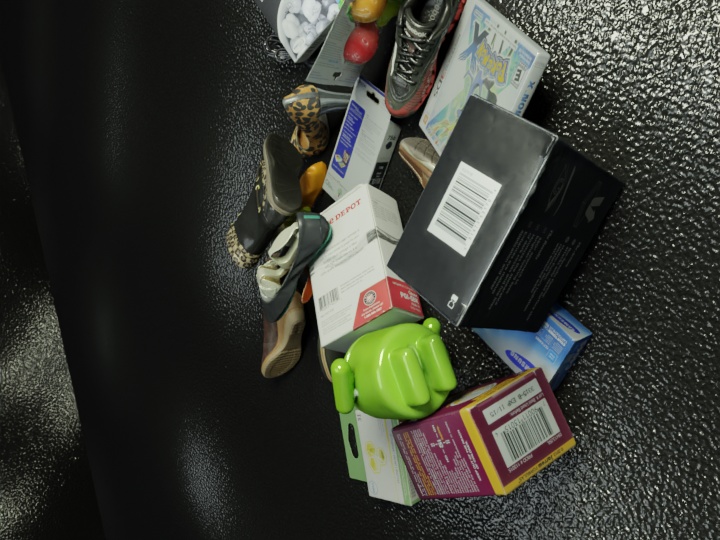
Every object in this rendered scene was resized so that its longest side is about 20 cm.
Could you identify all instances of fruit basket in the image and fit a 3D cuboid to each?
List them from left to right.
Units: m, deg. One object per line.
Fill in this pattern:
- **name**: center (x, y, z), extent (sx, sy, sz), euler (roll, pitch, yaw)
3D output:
- **fruit basket**: center (0.001, -0.342, 0.846), extent (0.093, 0.185, 0.202), euler (38, 112, 7)

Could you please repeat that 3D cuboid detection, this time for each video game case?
- **video game case**: center (0.142, -0.217, 0.791), extent (0.202, 0.021, 0.186), euler (-112, 36, -48)

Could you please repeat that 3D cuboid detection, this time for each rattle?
- **rattle**: center (-0.069, -0.059, 1.054), extent (0.141, 0.131, 0.202), euler (-36, 35, 9)

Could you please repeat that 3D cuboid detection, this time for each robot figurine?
- **robot figurine**: center (0.045, 0.135, 0.842), extent (0.119, 0.172, 0.199), euler (66, 155, 1)

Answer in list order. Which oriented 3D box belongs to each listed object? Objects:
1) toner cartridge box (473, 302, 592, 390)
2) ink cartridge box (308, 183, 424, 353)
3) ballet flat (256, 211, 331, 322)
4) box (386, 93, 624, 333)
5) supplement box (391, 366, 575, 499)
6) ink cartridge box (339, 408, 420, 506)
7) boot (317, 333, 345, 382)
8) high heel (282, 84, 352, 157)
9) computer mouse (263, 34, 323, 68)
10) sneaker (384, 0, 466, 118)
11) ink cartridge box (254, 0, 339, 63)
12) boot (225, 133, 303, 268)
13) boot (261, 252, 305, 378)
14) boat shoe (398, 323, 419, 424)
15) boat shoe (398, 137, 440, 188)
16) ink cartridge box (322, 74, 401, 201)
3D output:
- **toner cartridge box**: center (0.192, 0.054, 0.825), extent (0.200, 0.042, 0.097), euler (47, 131, 33)
- **ink cartridge box**: center (0.000, 0.000, 0.952), extent (0.145, 0.082, 0.205), euler (-30, 58, 34)
- **ballet flat**: center (-0.118, -0.007, 0.968), extent (0.073, 0.072, 0.202), euler (50, 120, 29)
- **box**: center (0.159, -0.050, 0.692), extent (0.117, 0.197, 0.201), euler (38, 108, 37)
- **supplement box**: center (0.148, 0.210, 0.808), extent (0.106, 0.128, 0.200), euler (64, 149, 8)
- **ink cartridge box**: center (0.019, 0.300, 1.076), extent (0.197, 0.047, 0.151), euler (-8, 92, 47)
- **boot**: center (0.003, 0.105, 1.039), extent (0.136, 0.076, 0.207), euler (20, 113, 40)
- **high heel**: center (-0.106, -0.238, 1.041), extent (0.198, 0.140, 0.073), euler (-29, 76, 48)
- **computer mouse**: center (-0.096, -0.448, 1.056), extent (0.136, 0.052, 0.206), euler (20, 120, 28)
- **sneaker**: center (0.073, -0.295, 0.837), extent (0.070, 0.098, 0.204), euler (30, 119, 11)
- **ink cartridge box**: center (-0.089, -0.468, 0.981), extent (0.197, 0.043, 0.203), euler (-35, 90, 36)
- **boot**: center (-0.153, -0.112, 1.014), extent (0.151, 0.072, 0.203), euler (-50, 33, 30)
- **boot**: center (-0.164, 0.091, 1.251), extent (0.203, 0.070, 0.169), euler (-62, 41, 38)
- **boat shoe**: center (0.087, 0.165, 0.967), extent (0.071, 0.062, 0.207), euler (-7, 95, 23)
- **boat shoe**: center (0.115, -0.110, 0.862), extent (0.200, 0.074, 0.073), euler (48, 132, 34)
- **ink cartridge box**: center (0.005, -0.191, 1.000), extent (0.100, 0.038, 0.204), euler (46, 131, 34)
